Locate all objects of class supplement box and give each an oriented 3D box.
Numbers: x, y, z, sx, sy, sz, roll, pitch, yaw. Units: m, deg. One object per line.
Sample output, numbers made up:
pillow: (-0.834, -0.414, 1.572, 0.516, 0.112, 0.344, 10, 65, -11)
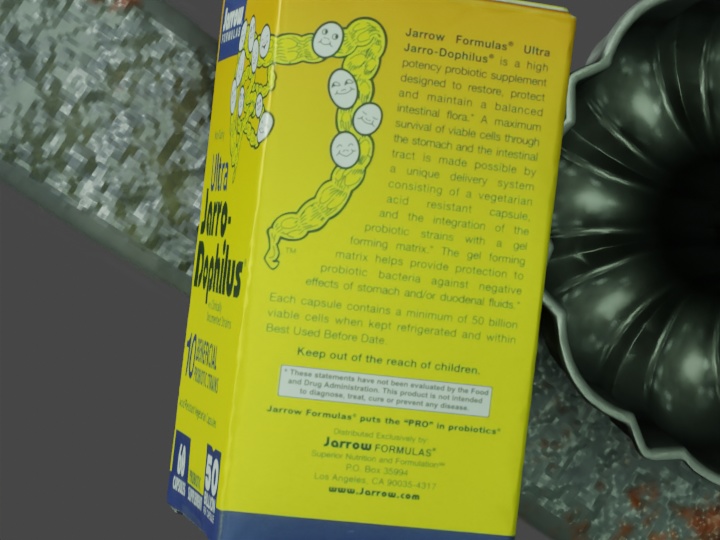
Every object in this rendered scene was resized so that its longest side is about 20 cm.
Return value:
supplement box: (0.000, 0.000, 0.784, 0.109, 0.109, 0.201, 7, 90, -14)

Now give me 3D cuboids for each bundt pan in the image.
bundt pan: (0.149, -0.017, 0.838, 0.201, 0.076, 0.203, 0, 92, -14)
